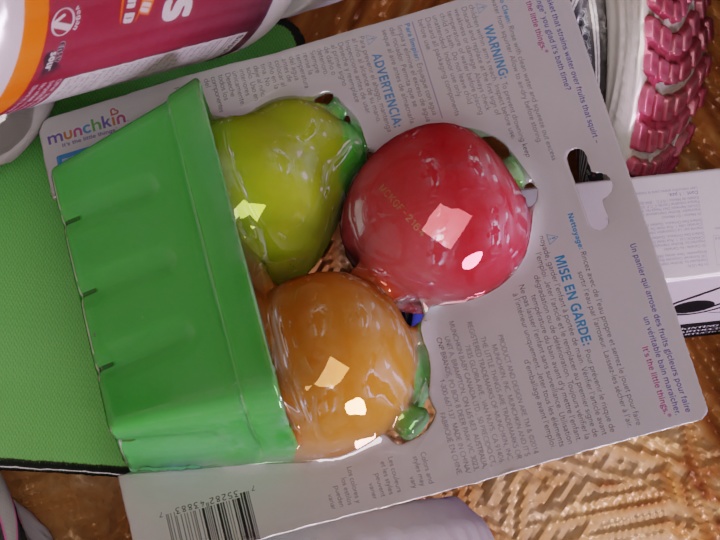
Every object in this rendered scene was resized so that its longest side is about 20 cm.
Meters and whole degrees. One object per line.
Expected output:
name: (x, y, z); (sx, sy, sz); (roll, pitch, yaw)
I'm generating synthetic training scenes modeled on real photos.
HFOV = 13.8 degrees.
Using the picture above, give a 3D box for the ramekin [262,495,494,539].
ramekin: (-0.030, 0.143, 1.083); (0.201, 0.202, 0.095); (-11, 84, -3)

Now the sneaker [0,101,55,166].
sneaker: (-0.209, -0.082, 1.079); (0.199, 0.082, 0.075); (9, 63, 6)

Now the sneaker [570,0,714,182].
sneaker: (0.088, -0.125, 1.131); (0.074, 0.081, 0.201); (-4, 96, 25)

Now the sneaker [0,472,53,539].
sneaker: (-0.163, 0.098, 1.119); (0.080, 0.086, 0.201); (-26, 96, -1)

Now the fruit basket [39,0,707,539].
fruit basket: (0.000, 0.000, 1.038); (0.199, 0.094, 0.186); (-14, 62, -6)

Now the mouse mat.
mouse mat: (-0.102, -0.016, 1.102); (0.160, 0.008, 0.201); (5, 63, -4)

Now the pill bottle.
pill bottle: (-0.088, -0.121, 1.050); (0.199, 0.109, 0.110); (-19, 98, -43)

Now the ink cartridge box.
ink cartridge box: (0.113, -0.004, 1.123); (0.199, 0.094, 0.045); (-6, 75, -3)
